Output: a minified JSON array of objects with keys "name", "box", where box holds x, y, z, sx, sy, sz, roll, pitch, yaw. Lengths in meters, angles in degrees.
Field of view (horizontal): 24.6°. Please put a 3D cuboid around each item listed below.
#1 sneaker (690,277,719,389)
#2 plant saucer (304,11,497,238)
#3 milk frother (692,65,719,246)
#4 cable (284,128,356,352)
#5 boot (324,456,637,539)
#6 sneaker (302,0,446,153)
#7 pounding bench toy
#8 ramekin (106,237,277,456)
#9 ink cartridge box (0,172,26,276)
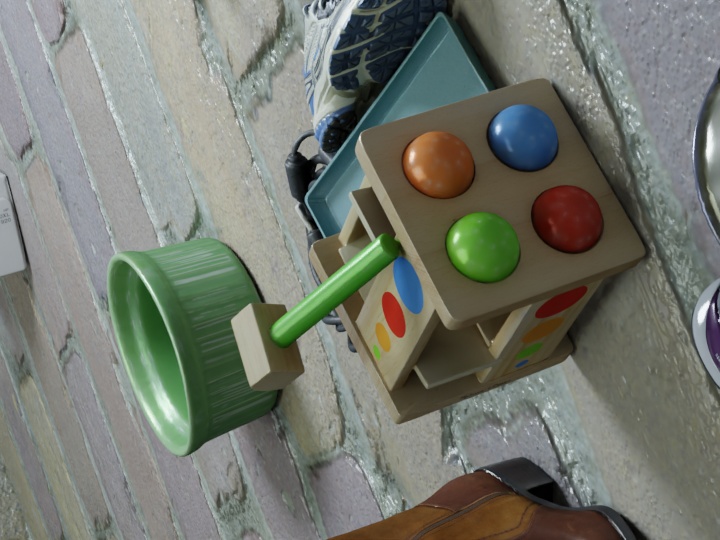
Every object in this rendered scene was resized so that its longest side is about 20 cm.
[{"name":"sneaker","box":[0.219,0.072,0.737,0.200,0.074,0.088,62,151,24]},{"name":"plant saucer","box":[0.025,-0.077,1.071,0.070,0.019,0.200,62,141,21]},{"name":"milk frother","box":[0.192,-0.015,0.567,0.181,0.200,0.188,66,158,4]},{"name":"cable","box":[0.000,0.000,1.209,0.200,0.051,0.163,49,147,40]},{"name":"boot","box":[0.059,0.192,1.026,0.188,0.200,0.069,41,142,51]},{"name":"sneaker","box":[-0.006,-0.157,1.076,0.200,0.077,0.085,118,134,-60]},{"name":"pounding bench toy","box":[0.032,-0.003,0.939,0.124,0.200,0.156,63,157,20]},{"name":"ramekin","box":[-0.157,0.066,1.560,0.200,0.098,0.200,48,148,44]},{"name":"ink cartridge box","box":[-0.590,-0.069,2.391,0.200,0.147,0.145,27,131,60]}]
